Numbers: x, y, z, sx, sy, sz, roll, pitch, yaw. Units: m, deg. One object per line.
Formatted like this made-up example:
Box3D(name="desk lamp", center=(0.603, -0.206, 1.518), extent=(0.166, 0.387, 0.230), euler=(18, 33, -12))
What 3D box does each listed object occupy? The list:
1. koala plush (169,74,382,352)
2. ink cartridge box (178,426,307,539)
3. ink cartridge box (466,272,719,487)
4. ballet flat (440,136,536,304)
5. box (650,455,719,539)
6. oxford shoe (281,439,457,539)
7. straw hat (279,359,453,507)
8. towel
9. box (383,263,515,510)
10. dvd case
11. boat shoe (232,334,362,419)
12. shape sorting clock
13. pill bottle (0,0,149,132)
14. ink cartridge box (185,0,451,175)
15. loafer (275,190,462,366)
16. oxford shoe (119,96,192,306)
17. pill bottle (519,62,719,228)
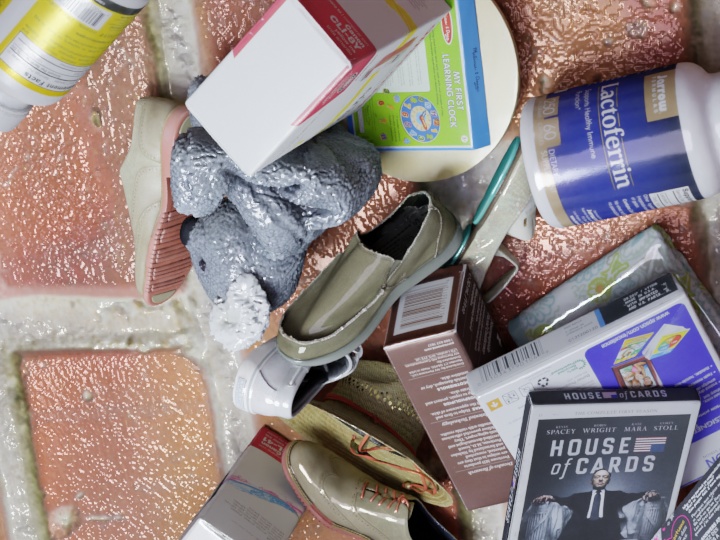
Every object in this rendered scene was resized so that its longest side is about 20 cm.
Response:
Box3D(name="koala plush", center=(-0.088, -0.039, 1.618), extent=(0.183, 0.178, 0.201), euler=(14, 119, -5))
Box3D(name="ink cartridge box", center=(-0.124, 0.259, 1.724), extent=(0.085, 0.200, 0.148), euler=(37, 114, 1))
Box3D(name="ink cartridge box", center=(0.220, 0.121, 1.571), extent=(0.197, 0.043, 0.200), euler=(-27, 124, 9))
Box3D(name="ballet flat", center=(0.123, -0.033, 1.629), extent=(0.062, 0.068, 0.201), euler=(26, 124, -4))
Box3D(name="box", center=(0.373, 0.255, 1.579), extent=(0.199, 0.115, 0.132), euler=(22, 118, -26))
Box3D(name="oxford shoe", center=(0.015, 0.218, 1.725), extent=(0.200, 0.071, 0.075), euler=(38, 135, -17))
Box3D(name="straw hat", center=(0.017, 0.132, 1.696), extent=(0.200, 0.201, 0.085), euler=(29, 76, 5))
Box3D(name="towel", center=(0.253, 0.082, 1.635), extent=(0.171, 0.048, 0.200), euler=(-35, 96, 21))
Box3D(name="box", center=(0.094, 0.106, 1.629), extent=(0.075, 0.100, 0.201), euler=(-13, 124, 19))
Box3D(name="dvd case", center=(0.202, 0.186, 1.573), extent=(0.149, 0.025, 0.201), euler=(-1, 125, -10))
Box3D(name="boat shoe", center=(-0.036, 0.073, 1.630), extent=(0.068, 0.200, 0.072), euler=(19, 116, 22))
Box3D(name="shape sorting clock", center=(0.047, -0.177, 1.608), extent=(0.199, 0.039, 0.201), euler=(10, 112, 26))
Box3D(name="pill bottle", center=(-0.286, -0.220, 1.654), extent=(0.111, 0.111, 0.200), euler=(46, 114, -3))
Box3D(name="ink cartridge box", center=(-0.030, -0.178, 1.509), extent=(0.083, 0.200, 0.145), euler=(47, 124, 3))
Box3D(name="loafer", center=(0.000, 0.000, 1.580), extent=(0.075, 0.200, 0.070), euler=(35, 160, 38))
Box3D(name="oxford shoe", center=(-0.188, -0.067, 1.712), extent=(0.074, 0.071, 0.201), euler=(23, 111, 30))
Box3D(name="pill bottle", center=(0.243, -0.110, 1.532), extent=(0.199, 0.116, 0.116), euler=(-12, 105, 19))
